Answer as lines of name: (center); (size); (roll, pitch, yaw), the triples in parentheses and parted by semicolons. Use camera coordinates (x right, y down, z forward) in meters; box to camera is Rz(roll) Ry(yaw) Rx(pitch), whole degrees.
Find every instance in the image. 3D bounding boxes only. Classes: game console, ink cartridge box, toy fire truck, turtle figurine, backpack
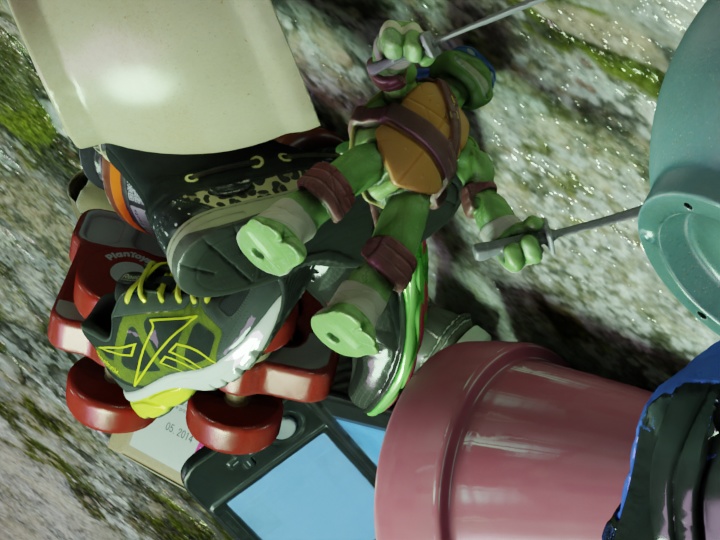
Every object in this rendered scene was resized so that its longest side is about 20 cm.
game console: (0.005, 0.173, 1.866); (0.200, 0.176, 0.116); (50, -174, -39)
ink cartridge box: (-0.068, 0.152, 2.108); (0.200, 0.075, 0.165); (25, -177, 35)
toy fire truck: (-0.109, 0.025, 1.825); (0.199, 0.168, 0.112); (10, 126, 2)
turtle figurine: (0.041, -0.055, 1.454); (0.200, 0.194, 0.144); (22, 150, 33)
backpack: (0.228, 0.136, 1.538); (0.162, 0.168, 0.201); (13, 115, 21)

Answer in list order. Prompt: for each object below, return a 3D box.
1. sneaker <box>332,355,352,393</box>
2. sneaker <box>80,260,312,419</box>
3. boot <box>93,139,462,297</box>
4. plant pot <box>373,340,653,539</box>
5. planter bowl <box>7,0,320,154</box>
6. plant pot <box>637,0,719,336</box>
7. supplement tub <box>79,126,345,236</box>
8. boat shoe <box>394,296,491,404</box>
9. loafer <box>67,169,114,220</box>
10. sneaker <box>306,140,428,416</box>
sneaker: (-0.034, 0.071, 1.980); (0.105, 0.075, 0.200); (1, 140, 51)
sneaker: (-0.108, 0.029, 1.658); (0.085, 0.075, 0.200); (43, 138, -12)
boot: (-0.053, -0.068, 1.603); (0.154, 0.203, 0.074); (50, 141, 36)
plant pot: (0.135, 0.146, 1.708); (0.179, 0.200, 0.200); (1, 138, 37)
planter bowl: (-0.122, -0.148, 1.507); (0.200, 0.134, 0.201); (158, 90, -90)
plant pot: (0.214, -0.038, 1.270); (0.200, 0.134, 0.200); (34, 157, 16)
supplement tub: (-0.098, -0.064, 1.788); (0.200, 0.107, 0.107); (21, 151, 42)
boat shoe: (0.038, 0.073, 1.869); (0.060, 0.072, 0.202); (38, 157, 6)
loafer: (-0.168, -0.049, 1.977); (0.067, 0.076, 0.200); (40, 160, -16)
sneaker: (0.000, 0.000, 1.716); (0.083, 0.077, 0.201); (2, 120, 7)
